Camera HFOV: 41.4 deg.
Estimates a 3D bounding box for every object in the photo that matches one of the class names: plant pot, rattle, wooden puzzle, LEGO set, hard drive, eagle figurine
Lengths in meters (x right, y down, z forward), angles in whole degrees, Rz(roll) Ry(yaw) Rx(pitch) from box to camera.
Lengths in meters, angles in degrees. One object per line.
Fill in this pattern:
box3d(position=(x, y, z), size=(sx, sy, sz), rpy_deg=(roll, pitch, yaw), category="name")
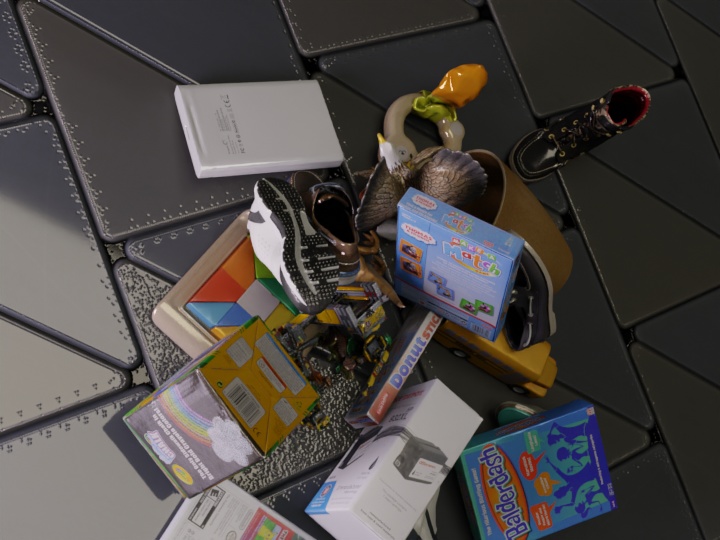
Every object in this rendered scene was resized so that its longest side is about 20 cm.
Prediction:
box3d(position=(0.197, -0.040, 1.321), size=(0.200, 0.186, 0.187), rpy_deg=(27, 66, -31), category="plant pot")
box3d(position=(0.093, -0.178, 1.320), size=(0.200, 0.143, 0.130), rpy_deg=(-48, 118, -33), category="rattle")
box3d(position=(-0.134, 0.046, 1.208), size=(0.185, 0.037, 0.200), rpy_deg=(44, 63, -10), category="wooden puzzle")
box3d(position=(-0.027, 0.102, 1.173), size=(0.200, 0.116, 0.154), rpy_deg=(-31, 110, -36), category="LEGO set")
box3d(position=(-0.133, -0.190, 1.260), size=(0.200, 0.026, 0.132), rpy_deg=(-8, 67, -27), category="hard drive")
box3d(position=(0.057, -0.107, 1.214), size=(0.151, 0.200, 0.152), rpy_deg=(30, 98, -20), category="eagle figurine")

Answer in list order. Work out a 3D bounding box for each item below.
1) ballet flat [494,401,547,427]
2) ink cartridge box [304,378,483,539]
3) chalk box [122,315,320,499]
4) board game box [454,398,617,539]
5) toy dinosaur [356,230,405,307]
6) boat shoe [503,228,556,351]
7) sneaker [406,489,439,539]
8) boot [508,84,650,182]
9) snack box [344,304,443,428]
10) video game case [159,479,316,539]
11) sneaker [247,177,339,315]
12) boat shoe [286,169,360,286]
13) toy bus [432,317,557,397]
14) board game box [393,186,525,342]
box3d(position=(0.268, 0.236, 1.345), size=(0.200, 0.067, 0.064), rpy_deg=(39, 37, -12), category="ballet flat")
box3d(position=(0.040, 0.242, 1.178), size=(0.084, 0.145, 0.200), rpy_deg=(43, 63, -8), category="ink cartridge box")
box3d(position=(-0.169, 0.164, 1.083), size=(0.125, 0.200, 0.124), rpy_deg=(53, 39, -5), category="chalk box")
box3d(position=(0.232, 0.276, 1.274), size=(0.200, 0.045, 0.152), rpy_deg=(-17, 98, -12), category="board game box")
box3d(position=(0.000, 0.000, 1.252), size=(0.200, 0.060, 0.106), rpy_deg=(29, 39, 23), category="toy dinosaur")
box3d(position=(0.203, 0.032, 1.219), size=(0.063, 0.073, 0.200), rpy_deg=(-35, 136, -11), category="boat shoe")
box3d(position=(0.089, 0.367, 1.208), size=(0.129, 0.079, 0.199), rpy_deg=(28, 67, -18), category="sneaker")
box3d(position=(0.329, -0.207, 1.427), size=(0.200, 0.151, 0.073), rpy_deg=(-26, 89, -28), category="boot")
box3d(position=(0.050, 0.118, 1.256), size=(0.024, 0.072, 0.200), rpy_deg=(40, 64, -12), category="snack box")
box3d(position=(-0.161, 0.366, 1.122), size=(0.182, 0.023, 0.200), rpy_deg=(38, 63, -12), category="video game case")
box3d(position=(-0.085, -0.020, 1.162), size=(0.074, 0.080, 0.200), rpy_deg=(0, 48, -30), category="sneaker")
box3d(position=(-0.041, -0.073, 1.218), size=(0.072, 0.072, 0.200), rpy_deg=(-5, 46, -27), category="boat shoe")
box3d(position=(0.192, 0.103, 1.323), size=(0.200, 0.078, 0.065), rpy_deg=(32, 66, -15), category="toy bus")
box3d(position=(0.115, -0.002, 1.168), size=(0.151, 0.200, 0.037), rpy_deg=(27, 63, 16), category="board game box")
